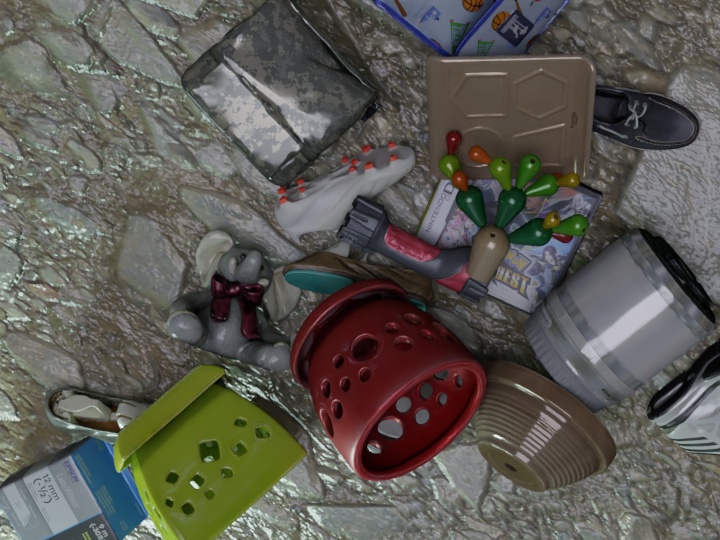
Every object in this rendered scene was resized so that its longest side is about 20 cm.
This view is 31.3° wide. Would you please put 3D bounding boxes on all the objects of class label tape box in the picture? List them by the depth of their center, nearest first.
[{"bbox_3d":[-0.392,0.322,1.808,0.199,0.066,0.144,-26,99,15],"label":"label tape box"}]

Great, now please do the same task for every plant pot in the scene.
[{"bbox_3d":[0.027,0.127,1.577,0.201,0.200,0.183,-52,53,16],"label":"plant pot"},{"bbox_3d":[0.212,0.211,1.613,0.200,0.201,0.093,38,72,-2],"label":"plant pot"},{"bbox_3d":[-0.209,0.243,1.668,0.200,0.199,0.182,-41,88,-18],"label":"plant pot"}]

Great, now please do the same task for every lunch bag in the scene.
[{"bbox_3d":[0.136,-0.335,1.542,0.199,0.124,0.170,36,107,-17],"label":"lunch bag"},{"bbox_3d":[-0.094,-0.226,1.590,0.168,0.139,0.200,-41,96,16],"label":"lunch bag"}]

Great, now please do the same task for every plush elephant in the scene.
[{"bbox_3d":[-0.157,0.035,1.665,0.163,0.200,0.156,19,83,-10],"label":"plush elephant"}]

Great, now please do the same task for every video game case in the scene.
[{"bbox_3d":[0.182,-0.057,1.649,0.199,0.026,0.182,25,106,2],"label":"video game case"}]

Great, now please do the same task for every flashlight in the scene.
[{"bbox_3d":[0.075,-0.031,1.614,0.199,0.068,0.068,28,68,-6],"label":"flashlight"}]

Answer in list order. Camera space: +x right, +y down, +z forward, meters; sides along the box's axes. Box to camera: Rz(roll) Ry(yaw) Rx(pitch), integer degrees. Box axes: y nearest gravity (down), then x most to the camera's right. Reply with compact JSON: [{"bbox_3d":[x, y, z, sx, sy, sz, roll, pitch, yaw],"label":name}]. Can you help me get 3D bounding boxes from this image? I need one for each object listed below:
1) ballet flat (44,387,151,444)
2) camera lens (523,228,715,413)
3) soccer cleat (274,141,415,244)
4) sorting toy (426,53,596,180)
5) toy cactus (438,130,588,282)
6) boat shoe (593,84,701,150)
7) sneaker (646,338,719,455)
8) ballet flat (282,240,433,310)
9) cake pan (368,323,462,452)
[{"bbox_3d":[-0.340,0.202,1.763,0.198,0.068,0.064,7,146,9],"label":"ballet flat"},{"bbox_3d":[0.321,0.060,1.586,0.200,0.160,0.160,-40,95,15],"label":"camera lens"},{"bbox_3d":[-0.015,-0.101,1.653,0.198,0.070,0.078,-22,121,11],"label":"soccer cleat"},{"bbox_3d":[0.180,-0.186,1.553,0.198,0.037,0.186,3,135,8],"label":"sorting toy"},{"bbox_3d":[0.171,-0.069,1.557,0.199,0.102,0.166,24,107,4],"label":"toy cactus"},{"bbox_3d":[0.320,-0.188,1.576,0.198,0.063,0.073,16,107,5],"label":"boat shoe"},{"bbox_3d":[0.476,0.159,1.643,0.115,0.076,0.200,43,114,-12],"label":"sneaker"},{"bbox_3d":[0.000,0.000,1.669,0.198,0.068,0.073,11,65,-2],"label":"ballet flat"},{"bbox_3d":[0.059,0.149,1.711,0.198,0.037,0.202,2,104,8],"label":"cake pan"}]
